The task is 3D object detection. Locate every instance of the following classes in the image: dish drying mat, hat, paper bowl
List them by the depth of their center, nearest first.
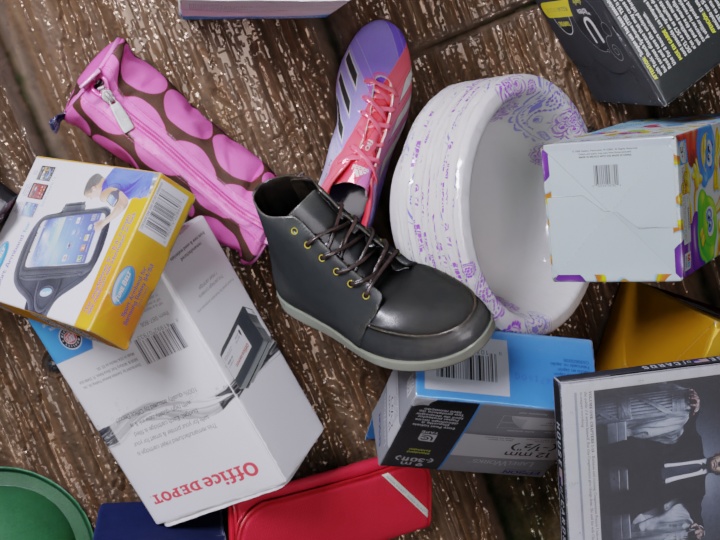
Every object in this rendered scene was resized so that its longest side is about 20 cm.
[{"bbox_3d":[-0.290,0.275,0.899,0.162,0.176,0.204,1,98,-9],"label":"hat"},{"bbox_3d":[0.100,-0.049,0.927,0.199,0.103,0.205,1,89,-48],"label":"paper bowl"},{"bbox_3d":[-0.021,0.203,0.970,0.197,0.018,0.078,-10,107,-35],"label":"dish drying mat"}]

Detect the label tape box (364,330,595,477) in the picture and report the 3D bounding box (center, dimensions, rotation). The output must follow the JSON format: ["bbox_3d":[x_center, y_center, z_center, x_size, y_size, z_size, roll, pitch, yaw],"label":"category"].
[{"bbox_3d":[0.089,0.121,0.933,0.141,0.201,0.067,5,56,-9],"label":"label tape box"}]

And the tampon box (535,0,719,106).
[{"bbox_3d":[0.258,-0.242,0.927,0.199,0.150,0.127,-37,103,-2],"label":"tampon box"}]

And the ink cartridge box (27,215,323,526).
[{"bbox_3d":[-0.142,0.082,0.913,0.143,0.084,0.202,-22,104,31],"label":"ink cartridge box"}]

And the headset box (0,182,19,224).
[{"bbox_3d":[-0.371,-0.033,0.893,0.148,0.077,0.201,35,91,-12],"label":"headset box"}]

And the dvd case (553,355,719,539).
[{"bbox_3d":[0.240,0.140,0.844,0.196,0.025,0.153,-6,100,-6],"label":"dvd case"}]

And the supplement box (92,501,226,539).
[{"bbox_3d":[-0.163,0.304,0.960,0.107,0.109,0.204,0,99,-9],"label":"supplement box"}]

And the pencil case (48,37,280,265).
[{"bbox_3d":[-0.138,-0.088,0.913,0.199,0.094,0.091,37,82,-14],"label":"pencil case"}]

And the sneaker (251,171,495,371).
[{"bbox_3d":[0.000,0.000,0.832,0.075,0.198,0.107,-49,136,-30],"label":"sneaker"}]

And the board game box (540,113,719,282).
[{"bbox_3d":[0.231,-0.061,0.915,0.103,0.199,0.105,0,101,33],"label":"board game box"}]

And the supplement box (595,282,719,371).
[{"bbox_3d":[0.317,0.112,0.964,0.197,0.197,0.135,17,96,-10],"label":"supplement box"}]

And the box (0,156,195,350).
[{"bbox_3d":[-0.215,-0.019,0.861,0.041,0.198,0.121,34,73,-44],"label":"box"}]

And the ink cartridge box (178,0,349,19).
[{"bbox_3d":[-0.072,-0.254,0.846,0.123,0.200,0.131,-2,99,-9],"label":"ink cartridge box"}]

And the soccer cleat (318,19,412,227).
[{"bbox_3d":[0.002,-0.102,0.943,0.066,0.076,0.203,15,96,-11],"label":"soccer cleat"}]
